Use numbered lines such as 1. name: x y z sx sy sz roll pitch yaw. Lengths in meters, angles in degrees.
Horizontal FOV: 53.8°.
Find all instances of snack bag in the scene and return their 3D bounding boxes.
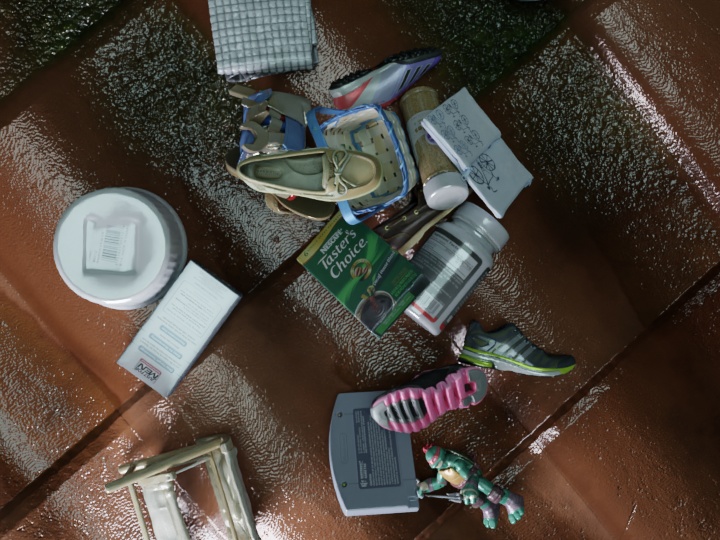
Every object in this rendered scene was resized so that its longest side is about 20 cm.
1. snack bag: 0.195 -0.191 1.139 0.021 0.189 0.200 -36 95 39

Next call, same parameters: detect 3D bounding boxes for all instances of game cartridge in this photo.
1. game cartridge: 0.016 0.288 1.131 0.132 0.041 0.201 0 51 -7

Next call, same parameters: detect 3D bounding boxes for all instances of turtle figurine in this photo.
1. turtle figurine: 0.162 0.345 1.154 0.199 0.150 0.101 33 70 -12

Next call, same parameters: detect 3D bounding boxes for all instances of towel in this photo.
1. towel: -0.159 -0.409 1.148 0.164 0.086 0.202 -9 89 -6

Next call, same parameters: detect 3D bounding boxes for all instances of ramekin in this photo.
1. ramekin: -0.381 -0.037 1.122 0.198 0.098 0.202 0 90 -5

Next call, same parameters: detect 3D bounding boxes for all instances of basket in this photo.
1. basket: 0.001 -0.166 1.098 0.138 0.200 0.178 -18 91 27

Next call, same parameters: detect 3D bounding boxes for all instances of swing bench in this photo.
1. swing bench: -0.267 0.383 1.119 0.198 0.130 0.201 -17 91 -10

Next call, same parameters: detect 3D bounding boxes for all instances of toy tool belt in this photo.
1. toy tool belt: -0.150 -0.201 1.084 0.122 0.125 0.201 17 48 -23

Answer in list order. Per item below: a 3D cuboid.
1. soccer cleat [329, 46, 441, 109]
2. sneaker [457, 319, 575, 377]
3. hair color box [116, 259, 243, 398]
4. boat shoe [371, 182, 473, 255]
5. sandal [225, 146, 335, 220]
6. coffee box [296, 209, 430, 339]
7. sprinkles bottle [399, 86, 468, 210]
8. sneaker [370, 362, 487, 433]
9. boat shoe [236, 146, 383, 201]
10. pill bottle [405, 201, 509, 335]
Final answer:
1. soccer cleat: 0.048 -0.311 1.178 0.199 0.068 0.074 -25 116 -8
2. sneaker: 0.265 0.131 1.186 0.198 0.074 0.082 9 86 -6
3. hair color box: -0.289 0.093 1.148 0.099 0.061 0.201 36 87 -3
4. boat shoe: 0.108 -0.105 1.172 0.200 0.070 0.070 -41 94 -3
5. sandal: -0.128 -0.128 1.163 0.211 0.070 0.078 30 61 16
6. coffee box: 0.000 0.000 1.124 0.123 0.044 0.200 -47 57 1
7. sprinkles bottle: 0.115 -0.197 1.135 0.068 0.068 0.201 -11 64 -4
8. sneaker: 0.104 0.199 1.159 0.198 0.095 0.080 -14 108 -15
9. boat shoe: -0.068 -0.135 0.981 0.199 0.063 0.074 5 95 6
10. pill bottle: 0.142 -0.005 1.153 0.114 0.114 0.200 40 87 -3
